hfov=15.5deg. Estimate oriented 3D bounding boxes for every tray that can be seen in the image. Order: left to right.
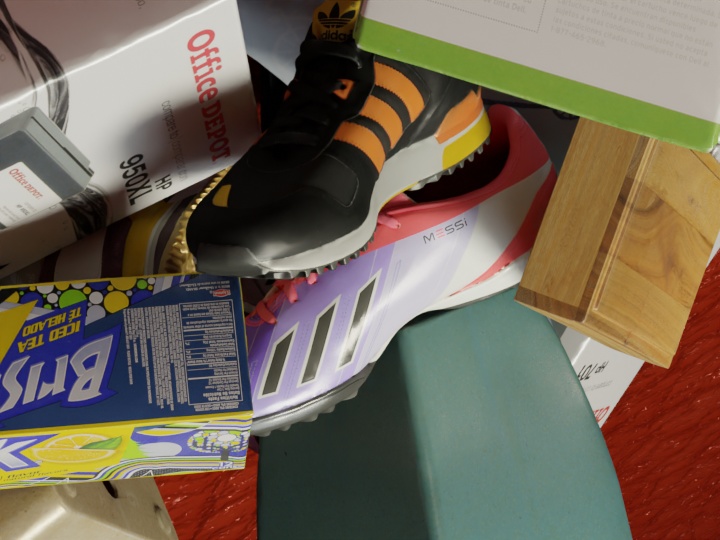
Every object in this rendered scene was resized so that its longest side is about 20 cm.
[{"bbox_3d":[0.125,-0.016,1.198,0.099,0.037,0.200,-70,161,-1],"label":"tray"}]

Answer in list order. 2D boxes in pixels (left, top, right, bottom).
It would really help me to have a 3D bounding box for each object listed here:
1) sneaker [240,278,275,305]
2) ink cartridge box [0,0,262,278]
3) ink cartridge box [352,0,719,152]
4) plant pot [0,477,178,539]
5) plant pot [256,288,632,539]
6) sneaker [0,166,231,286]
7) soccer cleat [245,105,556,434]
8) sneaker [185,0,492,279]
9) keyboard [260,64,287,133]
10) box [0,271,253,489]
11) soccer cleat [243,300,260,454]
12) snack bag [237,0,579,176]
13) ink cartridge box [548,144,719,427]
[{"bbox_3d":[-0.006,-0.019,1.331,0.114,0.075,0.200,-26,161,-14],"label":"sneaker"},{"bbox_3d":[-0.146,-0.066,1.048,0.199,0.084,0.145,-27,159,-8],"label":"ink cartridge box"},{"bbox_3d":[0.096,-0.163,0.991,0.076,0.147,0.201,-35,141,-69],"label":"ink cartridge box"},{"bbox_3d":[-0.198,0.098,1.168,0.176,0.201,0.200,-28,159,10],"label":"plant pot"},{"bbox_3d":[0.035,0.111,1.276,0.141,0.201,0.141,-20,-166,-42],"label":"plant pot"},{"bbox_3d":[-0.100,-0.024,1.189,0.089,0.075,0.200,4,-166,9],"label":"sneaker"},{"bbox_3d":[0.000,0.000,1.168,0.199,0.068,0.073,-31,129,-13],"label":"soccer cleat"},{"bbox_3d":[-0.014,-0.065,1.073,0.070,0.091,0.200,4,-156,30],"label":"sneaker"},{"bbox_3d":[0.051,-0.100,1.229,0.199,0.040,0.105,-4,131,-9],"label":"keyboard"},{"bbox_3d":[-0.145,0.047,1.049,0.199,0.065,0.070,-4,158,-8],"label":"box"},{"bbox_3d":[-0.078,0.043,1.305,0.073,0.069,0.200,-9,143,45],"label":"soccer cleat"},{"bbox_3d":[0.055,-0.114,1.166,0.188,0.021,0.200,-37,127,26],"label":"snack bag"},{"bbox_3d":[0.123,-0.007,1.395,0.201,0.086,0.146,-59,162,15],"label":"ink cartridge box"}]
